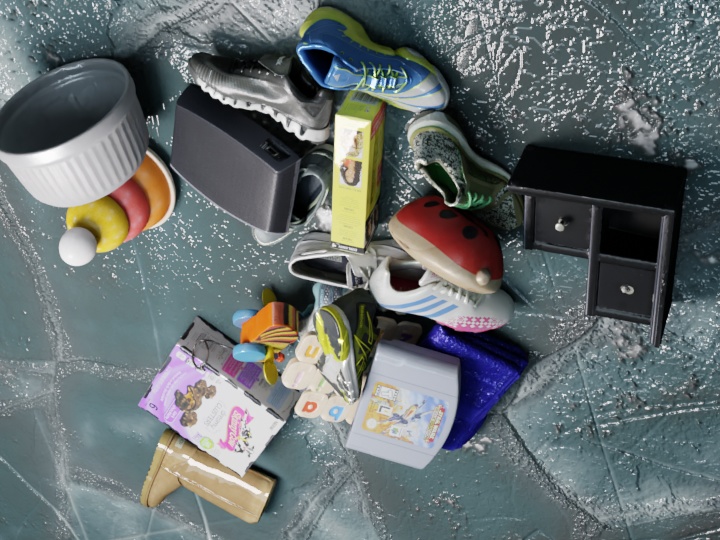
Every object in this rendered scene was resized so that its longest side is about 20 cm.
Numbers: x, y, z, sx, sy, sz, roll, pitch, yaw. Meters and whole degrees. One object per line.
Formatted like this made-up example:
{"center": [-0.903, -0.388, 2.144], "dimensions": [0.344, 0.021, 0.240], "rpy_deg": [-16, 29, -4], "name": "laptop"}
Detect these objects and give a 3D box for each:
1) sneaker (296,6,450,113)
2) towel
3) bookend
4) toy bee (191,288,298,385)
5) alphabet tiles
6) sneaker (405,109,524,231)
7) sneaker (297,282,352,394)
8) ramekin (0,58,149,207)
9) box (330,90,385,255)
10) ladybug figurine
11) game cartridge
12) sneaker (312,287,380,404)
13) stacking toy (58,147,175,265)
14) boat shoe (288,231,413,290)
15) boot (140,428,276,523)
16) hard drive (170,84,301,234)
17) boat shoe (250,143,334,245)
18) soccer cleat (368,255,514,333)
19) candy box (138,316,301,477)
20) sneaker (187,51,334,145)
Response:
{"center": [0.007, -0.228, 1.566], "dimensions": [0.198, 0.105, 0.076], "rpy_deg": [29, 132, 2], "name": "sneaker"}
{"center": [0.125, 0.163, 1.818], "dimensions": [0.146, 0.050, 0.201], "rpy_deg": [20, 130, -14], "name": "towel"}
{"center": [0.280, -0.030, 1.599], "dimensions": [0.197, 0.092, 0.201], "rpy_deg": [11, 129, 18], "name": "bookend"}
{"center": [-0.137, 0.092, 1.874], "dimensions": [0.108, 0.133, 0.199], "rpy_deg": [14, 173, -37], "name": "toy bee"}
{"center": [-0.004, 0.136, 1.832], "dimensions": [0.197, 0.015, 0.197], "rpy_deg": [11, 125, -25], "name": "alphabet tiles"}
{"center": [0.122, -0.099, 1.611], "dimensions": [0.199, 0.089, 0.076], "rpy_deg": [40, 135, -26], "name": "sneaker"}
{"center": [-0.054, 0.092, 1.867], "dimensions": [0.086, 0.078, 0.202], "rpy_deg": [33, 125, 14], "name": "sneaker"}
{"center": [-0.368, -0.174, 1.722], "dimensions": [0.197, 0.202, 0.106], "rpy_deg": [-2, 134, 25], "name": "ramekin"}
{"center": [-0.003, -0.124, 1.671], "dimensions": [0.049, 0.076, 0.202], "rpy_deg": [12, 127, 12], "name": "box"}
{"center": [0.112, -0.036, 1.632], "dimensions": [0.134, 0.200, 0.073], "rpy_deg": [19, 104, -35], "name": "ladybug figurine"}
{"center": [0.063, 0.186, 1.800], "dimensions": [0.131, 0.042, 0.202], "rpy_deg": [18, 129, 2], "name": "game cartridge"}
{"center": [-0.007, 0.102, 1.743], "dimensions": [0.074, 0.084, 0.201], "rpy_deg": [43, 156, 28], "name": "sneaker"}
{"center": [-0.349, -0.074, 1.779], "dimensions": [0.144, 0.201, 0.148], "rpy_deg": [12, 129, 16], "name": "stacking toy"}
{"center": [0.000, 0.000, 1.765], "dimensions": [0.197, 0.066, 0.074], "rpy_deg": [5, 126, 21], "name": "boat shoe"}
{"center": [-0.250, 0.360, 2.149], "dimensions": [0.198, 0.066, 0.176], "rpy_deg": [26, 131, 3], "name": "boot"}
{"center": [-0.168, -0.138, 1.716], "dimensions": [0.199, 0.042, 0.136], "rpy_deg": [34, 134, 23], "name": "hard drive"}
{"center": [-0.093, -0.088, 1.744], "dimensions": [0.073, 0.062, 0.200], "rpy_deg": [39, 131, -10], "name": "boat shoe"}
{"center": [0.110, 0.028, 1.700], "dimensions": [0.197, 0.071, 0.087], "rpy_deg": [9, 144, -8], "name": "soccer cleat"}
{"center": [-0.212, 0.193, 2.001], "dimensions": [0.199, 0.072, 0.168], "rpy_deg": [35, 131, -3], "name": "candy box"}
{"center": [-0.116, -0.238, 1.645], "dimensions": [0.198, 0.067, 0.091], "rpy_deg": [26, 128, 0], "name": "sneaker"}
